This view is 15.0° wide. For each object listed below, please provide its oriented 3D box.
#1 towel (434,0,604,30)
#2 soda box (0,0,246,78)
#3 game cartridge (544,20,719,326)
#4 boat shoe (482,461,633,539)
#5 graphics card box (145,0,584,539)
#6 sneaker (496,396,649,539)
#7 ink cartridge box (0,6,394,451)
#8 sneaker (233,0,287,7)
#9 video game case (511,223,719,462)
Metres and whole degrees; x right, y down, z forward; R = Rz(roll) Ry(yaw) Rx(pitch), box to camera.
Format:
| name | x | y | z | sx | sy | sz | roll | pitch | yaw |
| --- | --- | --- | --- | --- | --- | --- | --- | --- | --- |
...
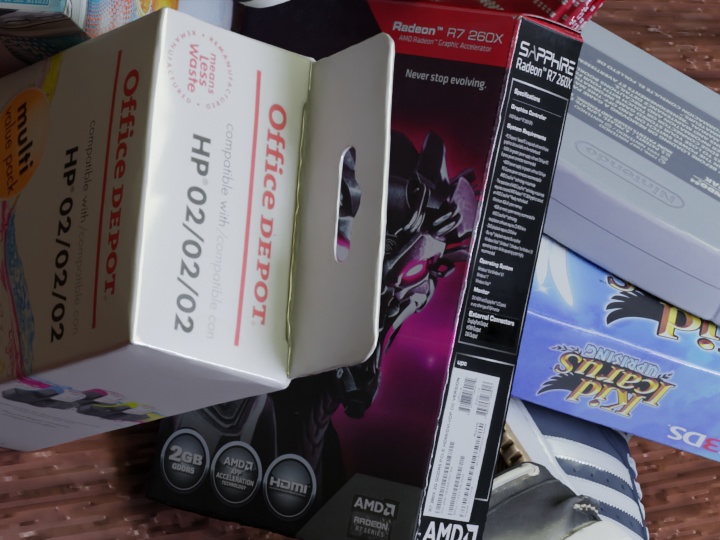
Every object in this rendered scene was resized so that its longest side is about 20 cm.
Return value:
| name | x | y | z | sx | sy | sz | roll | pitch | yaw |
| --- | --- | --- | --- | --- | --- | --- | --- | --- | --- |
| towel | 0.036 | -0.098 | 1.087 | 0.022 | 0.200 | 0.145 | 41 | 2 | -34 |
| soda box | -0.090 | -0.085 | 0.998 | 0.200 | 0.068 | 0.064 | 43 | 55 | -64 |
| game cartridge | 0.117 | -0.045 | 1.142 | 0.199 | 0.042 | 0.133 | 31 | 36 | 7 |
| boat shoe | 0.013 | 0.131 | 1.012 | 0.199 | 0.074 | 0.060 | -29 | 56 | -28 |
| graphics card box | 0.000 | 0.000 | 0.992 | 0.051 | 0.125 | 0.201 | 12 | 90 | -55 |
| sneaker | 0.097 | 0.101 | 1.132 | 0.108 | 0.070 | 0.201 | -18 | 74 | -49 |
| ink cartridge box | -0.079 | -0.013 | 0.914 | 0.068 | 0.199 | 0.116 | 17 | 68 | -37 |
| sneaker | -0.005 | -0.150 | 1.017 | 0.115 | 0.075 | 0.200 | 5 | 34 | -16 |
| video game case | 0.091 | -0.010 | 1.150 | 0.199 | 0.046 | 0.182 | 18 | 34 | -13 |
